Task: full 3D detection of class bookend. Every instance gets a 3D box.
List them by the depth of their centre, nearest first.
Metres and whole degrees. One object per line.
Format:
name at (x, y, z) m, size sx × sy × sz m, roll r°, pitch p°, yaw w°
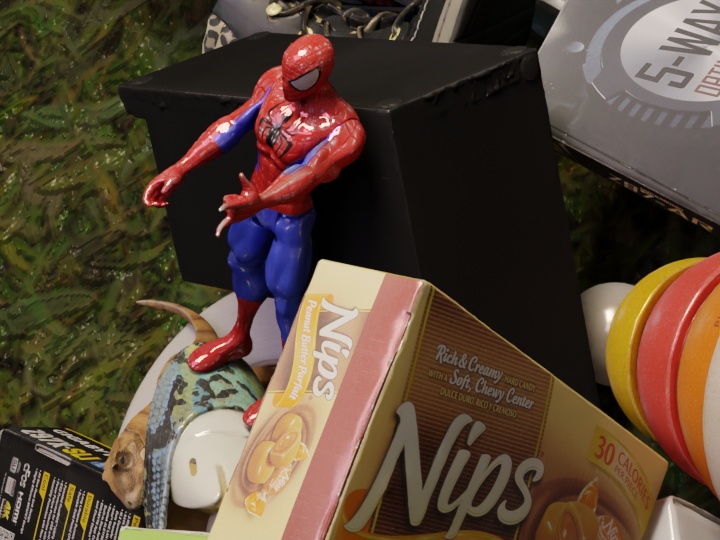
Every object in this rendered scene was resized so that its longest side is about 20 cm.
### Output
bookend at (0.000, 0.000, 1.111) m, size 0.199 × 0.092 × 0.200 m, roll 9°, pitch 116°, yaw 49°

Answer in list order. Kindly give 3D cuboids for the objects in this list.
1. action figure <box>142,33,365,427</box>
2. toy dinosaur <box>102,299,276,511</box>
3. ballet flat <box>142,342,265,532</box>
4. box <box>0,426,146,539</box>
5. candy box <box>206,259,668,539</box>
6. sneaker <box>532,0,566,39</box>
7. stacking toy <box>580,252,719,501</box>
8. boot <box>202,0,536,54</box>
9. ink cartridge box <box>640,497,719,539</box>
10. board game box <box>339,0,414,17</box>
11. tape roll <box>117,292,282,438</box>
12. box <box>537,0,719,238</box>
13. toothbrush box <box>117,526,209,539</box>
action figure at (-0.054, -0.012, 1.013) m, size 0.065 × 0.099 × 0.200 m, roll 41°, pitch 136°, yaw 27°
toy dinosaur at (-0.073, 0.055, 1.185) m, size 0.200 × 0.106 × 0.060 m, roll -72°, pitch 9°, yaw -67°
ballet flat at (-0.061, 0.127, 1.077) m, size 0.074 × 0.074 × 0.200 m, roll -9°, pitch 76°, yaw 33°
box at (-0.137, 0.195, 1.199) m, size 0.160 × 0.049 × 0.200 m, roll 18°, pitch 97°, yaw 40°
candy box at (0.037, 0.089, 0.927) m, size 0.055 × 0.200 × 0.116 m, roll 11°, pitch 74°, yaw 40°
sneaker at (0.137, -0.125, 1.172) m, size 0.200 × 0.082 × 0.074 m, roll 39°, pitch 92°, yaw 17°
stacking toy at (0.159, 0.037, 1.062) m, size 0.200 × 0.146 × 0.146 m, roll 20°, pitch 82°, yaw 58°
boot at (-0.003, -0.117, 1.179) m, size 0.154 × 0.073 × 0.204 m, roll 39°, pitch 137°, yaw 22°
ink cartridge box at (0.079, 0.198, 1.042) m, size 0.200 × 0.083 × 0.146 m, roll -22°, pitch 58°, yaw 28°
board game box at (-0.052, -0.181, 1.290) m, size 0.200 × 0.126 × 0.035 m, roll 15°, pitch 78°, yaw 39°
tape roll at (-0.041, 0.101, 1.215) m, size 0.202 × 0.037 × 0.203 m, roll -15°, pitch 62°, yaw 29°
box at (0.183, -0.119, 1.097) m, size 0.160 × 0.044 × 0.200 m, roll 29°, pitch 87°, yaw 8°
toothbrush box at (-0.044, 0.218, 0.965) m, size 0.086 × 0.146 × 0.200 m, roll 2°, pitch 71°, yaw 38°
